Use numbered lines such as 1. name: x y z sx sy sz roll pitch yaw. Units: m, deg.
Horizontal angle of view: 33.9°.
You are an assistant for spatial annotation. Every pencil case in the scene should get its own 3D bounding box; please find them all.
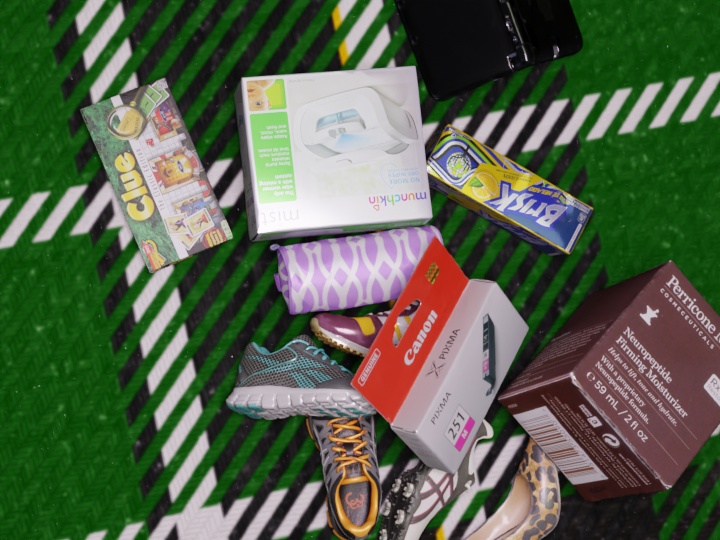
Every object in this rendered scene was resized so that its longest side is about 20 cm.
1. pencil case: 0.000 0.000 1.341 0.200 0.085 0.084 -7 82 -9

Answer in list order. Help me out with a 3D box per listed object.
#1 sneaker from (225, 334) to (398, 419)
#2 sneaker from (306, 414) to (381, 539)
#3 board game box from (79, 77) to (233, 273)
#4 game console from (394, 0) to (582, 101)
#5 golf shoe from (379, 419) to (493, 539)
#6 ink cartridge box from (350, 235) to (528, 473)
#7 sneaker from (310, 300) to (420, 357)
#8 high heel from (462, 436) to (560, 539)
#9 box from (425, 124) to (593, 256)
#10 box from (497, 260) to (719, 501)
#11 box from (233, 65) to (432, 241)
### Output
1. sneaker: -0.054 0.114 1.303 0.200 0.078 0.091 -2 69 19
2. sneaker: -0.011 0.210 1.335 0.078 0.077 0.200 -11 88 -8
3. board game box: -0.230 -0.108 1.338 0.105 0.023 0.200 -24 92 -8
4. game console: 0.147 -0.326 1.415 0.176 0.116 0.200 -22 92 -40
5. golf shoe: 0.086 0.248 1.352 0.088 0.077 0.200 24 84 -15
6. ink cartridge box: 0.092 0.091 1.282 0.174 0.044 0.200 50 61 -40
7. sneaker: 0.042 0.064 1.355 0.200 0.075 0.090 18 85 -17
8. high heel: 0.153 0.281 1.362 0.143 0.071 0.200 3 94 -13
9. box: 0.165 -0.091 1.381 0.200 0.070 0.064 29 84 -7
10. box: 0.299 0.127 1.321 0.166 0.164 0.200 48 64 -3
11. box: -0.033 -0.130 1.337 0.200 0.097 0.177 -5 86 -11
